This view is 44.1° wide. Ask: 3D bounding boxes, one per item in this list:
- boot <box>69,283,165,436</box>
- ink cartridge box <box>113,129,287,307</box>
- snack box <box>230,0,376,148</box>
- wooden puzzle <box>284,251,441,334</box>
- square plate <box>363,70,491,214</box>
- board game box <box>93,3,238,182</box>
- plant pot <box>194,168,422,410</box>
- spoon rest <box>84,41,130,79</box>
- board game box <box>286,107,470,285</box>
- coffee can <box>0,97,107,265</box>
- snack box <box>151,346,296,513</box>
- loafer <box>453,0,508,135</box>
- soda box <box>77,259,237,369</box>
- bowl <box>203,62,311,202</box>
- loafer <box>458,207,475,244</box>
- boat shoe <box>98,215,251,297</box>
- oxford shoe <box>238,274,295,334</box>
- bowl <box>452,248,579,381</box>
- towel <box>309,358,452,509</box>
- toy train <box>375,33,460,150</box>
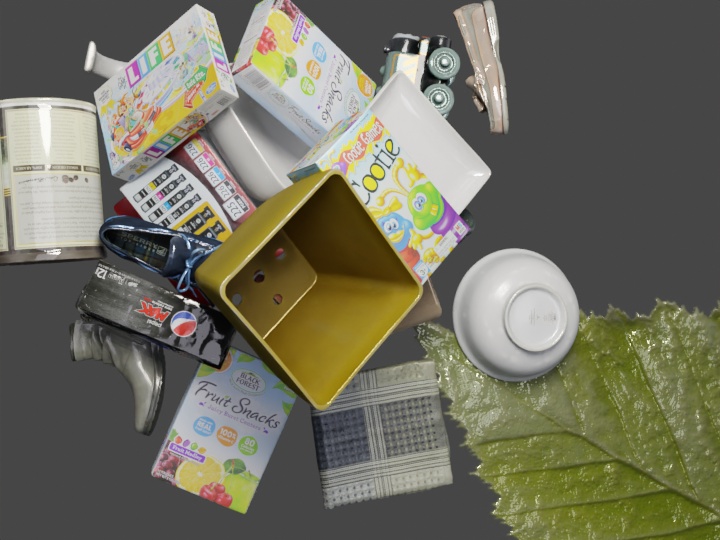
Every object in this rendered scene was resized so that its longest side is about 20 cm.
[{"bbox_3d":[-0.332,0.122,1.216,0.130,0.068,0.202,4,81,-7],"label":"boot"},{"bbox_3d":[-0.221,-0.058,1.204,0.175,0.084,0.200,-38,95,6],"label":"ink cartridge box"},{"bbox_3d":[-0.072,-0.256,1.198,0.200,0.053,0.143,39,50,-32],"label":"snack box"},{"bbox_3d":[0.000,0.000,1.262,0.184,0.046,0.201,-19,98,12],"label":"wooden puzzle"},{"bbox_3d":[0.056,-0.132,1.203,0.200,0.028,0.198,45,71,-17],"label":"square plate"},{"bbox_3d":[-0.250,-0.222,1.125,0.199,0.034,0.135,-32,63,26],"label":"board game box"},{"bbox_3d":[-0.083,0.014,1.072,0.200,0.176,0.200,-48,118,-20],"label":"plant pot"},{"bbox_3d":[-0.281,-0.266,1.232,0.199,0.061,0.100,13,89,-24],"label":"spoon rest"},{"bbox_3d":[0.022,-0.086,1.114,0.200,0.103,0.105,47,71,-15],"label":"board game box"},{"bbox_3d":[-0.410,-0.111,1.155,0.145,0.146,0.202,-4,91,-10],"label":"coffee can"},{"bbox_3d":[-0.185,0.214,1.236,0.141,0.053,0.201,25,85,-10],"label":"snack box"},{"bbox_3d":[0.178,-0.295,1.311,0.062,0.072,0.202,-7,85,6],"label":"loafer"},{"bbox_3d":[-0.263,0.061,1.171,0.199,0.063,0.071,23,76,-1],"label":"soda box"},{"bbox_3d":[-0.126,-0.178,1.200,0.074,0.200,0.201,-34,90,29],"label":"bowl"},{"bbox_3d":[0.068,-0.093,1.286,0.199,0.063,0.072,30,41,-8],"label":"loafer"},{"bbox_3d":[-0.239,-0.011,1.134,0.198,0.069,0.085,12,100,-2],"label":"boat shoe"},{"bbox_3d":[-0.104,0.095,1.223,0.075,0.070,0.200,-50,125,-20],"label":"oxford shoe"},{"bbox_3d":[0.242,0.068,1.305,0.199,0.090,0.203,0,90,-10],"label":"bowl"},{"bbox_3d":[0.030,0.237,1.299,0.198,0.035,0.194,-8,89,-8],"label":"towel"},{"bbox_3d":[0.076,-0.244,1.281,0.113,0.085,0.202,10,88,-1],"label":"toy train"}]
